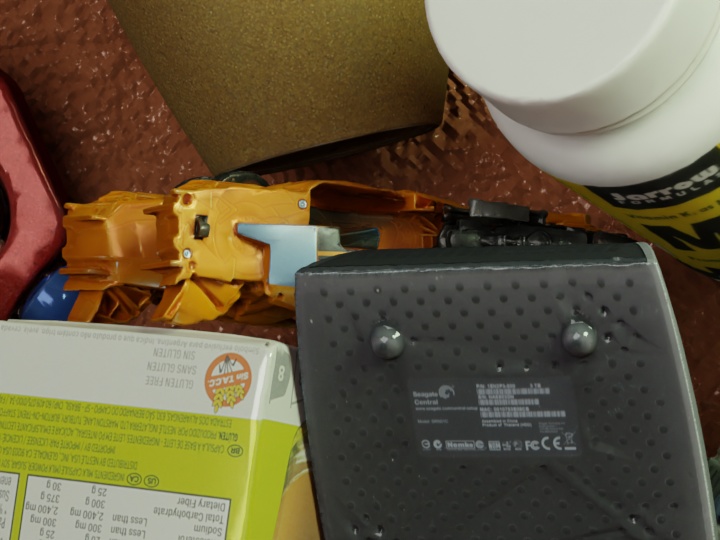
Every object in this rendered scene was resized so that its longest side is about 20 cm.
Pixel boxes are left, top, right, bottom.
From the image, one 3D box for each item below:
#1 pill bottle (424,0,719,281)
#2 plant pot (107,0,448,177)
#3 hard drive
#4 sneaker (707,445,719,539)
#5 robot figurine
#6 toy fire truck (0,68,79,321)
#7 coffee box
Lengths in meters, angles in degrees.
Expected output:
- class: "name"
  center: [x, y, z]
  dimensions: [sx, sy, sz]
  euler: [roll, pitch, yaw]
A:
- class: "pill bottle"
  center: [0.110, -0.071, 0.897]
  dimensions: [0.114, 0.200, 0.115]
  euler: [-10, 70, 29]
- class: "plant pot"
  center: [-0.033, -0.143, 1.018]
  dimensions: [0.186, 0.186, 0.201]
  euler: [-15, 88, 24]
- class: "hard drive"
  center: [0.055, 0.083, 0.870]
  dimensions: [0.134, 0.042, 0.201]
  euler: [-2, 114, 20]
- class: "sneaker"
  center: [0.176, 0.040, 0.909]
  dimensions: [0.074, 0.087, 0.201]
  euler: [33, 102, 34]
- class: "robot figurine"
  center: [0.000, 0.000, 0.946]
  dimensions: [0.145, 0.199, 0.059]
  euler: [-3, 83, 61]
- class: "toy fire truck"
  center: [-0.204, 0.000, 1.114]
  dimensions: [0.168, 0.112, 0.200]
  euler: [40, 98, 1]
- class: "coffee box"
  center: [-0.085, 0.128, 0.963]
  dimensions: [0.199, 0.199, 0.199]
  euler: [4, 83, 27]
